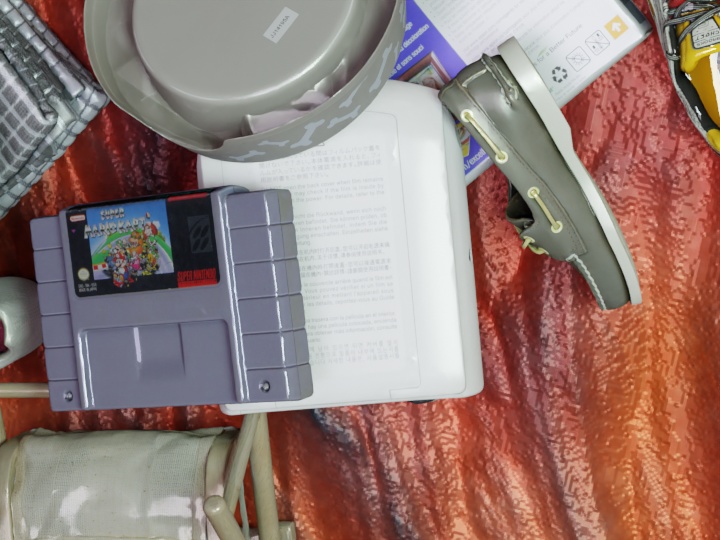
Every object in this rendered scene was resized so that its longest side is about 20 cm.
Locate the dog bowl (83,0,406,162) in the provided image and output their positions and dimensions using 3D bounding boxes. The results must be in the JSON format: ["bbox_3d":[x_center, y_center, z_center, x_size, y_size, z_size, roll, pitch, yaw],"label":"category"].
[{"bbox_3d":[-0.063,-0.154,1.294,0.200,0.059,0.201,-7,66,16],"label":"dog bowl"}]

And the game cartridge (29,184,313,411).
[{"bbox_3d":[-0.120,0.019,1.314,0.200,0.038,0.130,-5,96,38],"label":"game cartridge"}]

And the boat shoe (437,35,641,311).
[{"bbox_3d":[0.113,-0.049,1.327,0.060,0.072,0.202,-29,121,4],"label":"boat shoe"}]

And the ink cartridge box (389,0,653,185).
[{"bbox_3d":[0.045,-0.163,1.360,0.198,0.043,0.200,-39,91,17],"label":"ink cartridge box"}]

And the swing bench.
[{"bbox_3d":[-0.154,0.179,1.426,0.198,0.130,0.200,0,129,12],"label":"swing bench"}]

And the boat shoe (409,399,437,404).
[{"bbox_3d":[0.000,0.000,1.395,0.075,0.062,0.200,-22,96,16],"label":"boat shoe"}]

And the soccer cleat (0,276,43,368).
[{"bbox_3d":[-0.304,0.053,1.463,0.200,0.086,0.070,-22,96,16],"label":"soccer cleat"}]

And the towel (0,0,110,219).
[{"bbox_3d":[-0.292,-0.122,1.425,0.166,0.086,0.200,-42,90,18],"label":"towel"}]

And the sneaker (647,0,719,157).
[{"bbox_3d":[0.212,-0.158,1.303,0.078,0.082,0.200,-21,96,16],"label":"sneaker"}]

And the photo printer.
[{"bbox_3d":[-0.015,-0.017,1.327,0.166,0.069,0.201,-6,93,8],"label":"photo printer"}]
